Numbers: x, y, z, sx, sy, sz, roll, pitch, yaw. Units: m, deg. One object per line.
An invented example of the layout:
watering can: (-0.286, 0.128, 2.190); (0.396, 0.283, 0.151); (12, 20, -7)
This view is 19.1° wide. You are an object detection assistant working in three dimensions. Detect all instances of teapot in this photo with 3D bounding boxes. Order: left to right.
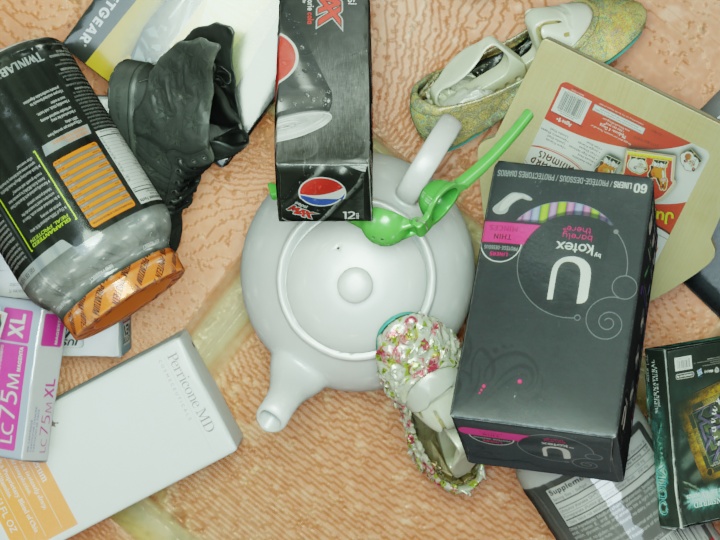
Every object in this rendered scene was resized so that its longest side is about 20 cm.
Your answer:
teapot: (0.000, 0.000, 1.620); (0.196, 0.146, 0.202); (-13, 93, 1)

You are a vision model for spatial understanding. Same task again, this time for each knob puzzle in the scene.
knob puzzle: (0.181, -0.055, 1.636); (0.218, 0.030, 0.221); (5, 111, 13)

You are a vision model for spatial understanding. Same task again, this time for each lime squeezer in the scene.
lime squeezer: (0.037, -0.055, 1.538); (0.199, 0.038, 0.071); (-17, 50, 4)

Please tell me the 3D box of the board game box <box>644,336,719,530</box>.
board game box: (0.305, 0.114, 1.629); (0.199, 0.028, 0.136); (-7, 93, -32)

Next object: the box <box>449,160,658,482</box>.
box: (0.143, 0.037, 1.548); (0.121, 0.106, 0.201); (6, 68, 12)

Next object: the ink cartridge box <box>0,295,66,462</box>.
ink cartridge box: (-0.318, 0.073, 1.634); (0.199, 0.042, 0.120); (7, 88, 31)

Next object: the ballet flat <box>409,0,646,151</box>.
ballet flat: (0.125, -0.163, 1.640); (0.199, 0.071, 0.071); (-30, 93, 6)

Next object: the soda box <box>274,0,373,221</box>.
soda box: (-0.026, -0.130, 1.542); (0.070, 0.064, 0.201); (0, 51, -1)

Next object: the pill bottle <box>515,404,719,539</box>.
pill bottle: (0.188, 0.166, 1.646); (0.110, 0.111, 0.201); (-32, 93, 3)

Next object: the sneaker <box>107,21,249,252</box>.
sneaker: (-0.131, -0.090, 1.603); (0.104, 0.060, 0.201); (8, 121, 24)

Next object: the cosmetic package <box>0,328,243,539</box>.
cosmetic package: (-0.202, 0.137, 1.669); (0.199, 0.071, 0.102); (-28, 93, 2)

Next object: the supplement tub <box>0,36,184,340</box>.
supplement tub: (-0.220, -0.058, 1.560); (0.122, 0.123, 0.201); (-32, 85, 3)

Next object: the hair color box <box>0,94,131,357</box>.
hair color box: (-0.230, -0.035, 1.663); (0.098, 0.061, 0.202); (0, 93, 1)

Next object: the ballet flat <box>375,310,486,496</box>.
ballet flat: (0.063, 0.104, 1.610); (0.075, 0.200, 0.064); (-32, 54, -6)

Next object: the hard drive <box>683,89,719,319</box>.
hard drive: (0.309, -0.074, 1.661); (0.135, 0.042, 0.200); (44, 94, -2)

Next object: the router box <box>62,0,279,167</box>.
router box: (-0.109, -0.205, 1.652); (0.157, 0.052, 0.201); (36, 94, -2)
